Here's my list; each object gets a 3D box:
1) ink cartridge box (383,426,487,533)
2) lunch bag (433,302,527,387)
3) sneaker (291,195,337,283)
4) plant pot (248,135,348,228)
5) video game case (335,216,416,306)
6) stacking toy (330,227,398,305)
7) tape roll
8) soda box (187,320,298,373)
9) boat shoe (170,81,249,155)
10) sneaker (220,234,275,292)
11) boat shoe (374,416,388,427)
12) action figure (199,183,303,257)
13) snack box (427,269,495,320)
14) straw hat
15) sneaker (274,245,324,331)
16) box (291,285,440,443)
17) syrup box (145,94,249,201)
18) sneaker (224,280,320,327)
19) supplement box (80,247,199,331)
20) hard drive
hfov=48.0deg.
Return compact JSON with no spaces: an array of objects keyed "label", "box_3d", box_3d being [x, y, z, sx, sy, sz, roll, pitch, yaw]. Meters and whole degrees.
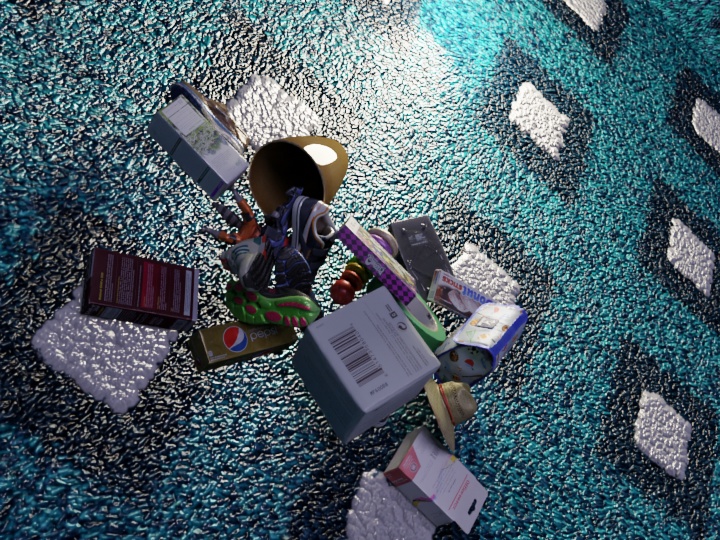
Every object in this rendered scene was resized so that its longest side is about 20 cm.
[{"label":"ink cartridge box","box_3d":[0.156,0.434,1.651,0.200,0.067,0.117,45,51,-5]},{"label":"lunch bag","box_3d":[0.261,0.164,1.771,0.124,0.200,0.170,51,51,-2]},{"label":"sneaker","box_3d":[-0.094,-0.047,1.637,0.078,0.202,0.078,14,32,21]},{"label":"plant pot","box_3d":[-0.111,-0.212,1.733,0.187,0.186,0.200,51,35,-2]},{"label":"video game case","box_3d":[0.034,-0.023,1.649,0.200,0.036,0.181,45,9,-4]},{"label":"stacking toy","box_3d":[0.000,0.000,1.760,0.085,0.085,0.201,43,58,-8]},{"label":"tape roll","box_3d":[0.098,0.088,1.726,0.200,0.048,0.201,42,16,-15]},{"label":"soda box","box_3d":[-0.221,0.133,1.541,0.198,0.064,0.069,-12,74,-38]},{"label":"boat shoe","box_3d":[-0.316,-0.321,1.704,0.200,0.072,0.073,49,44,-17]},{"label":"sneaker","box_3d":[-0.217,-0.007,1.505,0.200,0.092,0.071,-84,162,-68]},{"label":"boat shoe","box_3d":[0.048,0.224,1.687,0.068,0.057,0.202,22,57,-23]},{"label":"action figure","box_3d":[-0.201,-0.098,1.643,0.192,0.104,0.202,34,83,-23]},{"label":"snack box","box_3d":[0.236,0.067,1.876,0.199,0.024,0.073,27,74,-37]},{"label":"straw hat","box_3d":[0.194,0.272,1.674,0.201,0.084,0.203,-22,90,-84]},{"label":"sneaker","box_3d":[-0.130,0.031,1.605,0.074,0.202,0.079,-19,39,-9]},{"label":"box","box_3d":[0.007,0.181,1.564,0.198,0.172,0.200,-26,69,-30]},{"label":"syrup box","box_3d":[-0.330,-0.248,1.643,0.200,0.081,0.079,46,50,-7]},{"label":"sneaker","box_3d":[-0.166,0.065,1.521,0.084,0.197,0.078,-12,115,-70]},{"label":"supplement box","box_3d":[-0.397,0.038,1.469,0.198,0.061,0.110,14,60,-30]},{"label":"hard drive","box_3d":[0.142,-0.024,1.884,0.134,0.042,0.202,-14,77,-38]}]
